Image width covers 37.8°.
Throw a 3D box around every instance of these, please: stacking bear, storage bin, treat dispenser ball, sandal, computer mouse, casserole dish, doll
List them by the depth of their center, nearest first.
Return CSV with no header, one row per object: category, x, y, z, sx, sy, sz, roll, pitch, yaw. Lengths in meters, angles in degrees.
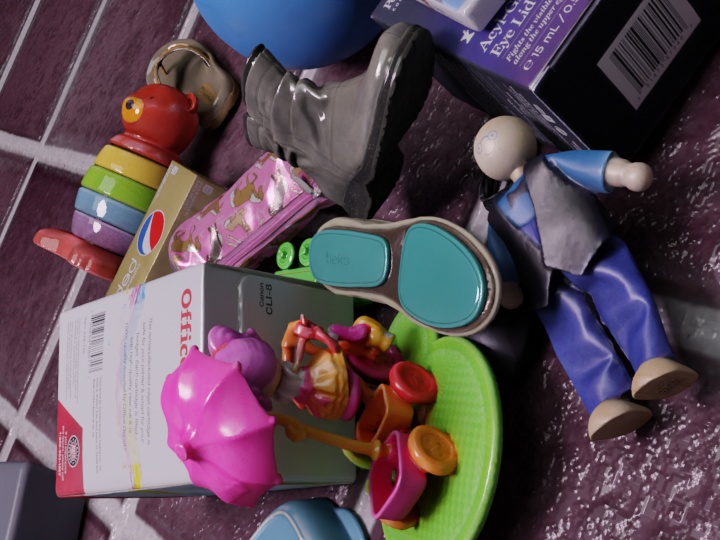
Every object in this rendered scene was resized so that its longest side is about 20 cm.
doll,0.122,-0.011,0.611,0.137,0.048,0.202,-53,49,40
computer mouse,0.093,-0.018,0.705,0.058,0.034,0.203,-22,53,43
casserole dish,-0.068,0.250,0.744,0.201,0.038,0.121,-55,37,14
treat dispenser ball,-0.054,-0.274,0.892,0.200,0.199,0.204,-27,50,38
storage bin,-0.352,0.271,1.004,0.133,0.145,0.203,-14,58,33
stacking bear,-0.228,-0.093,1.068,0.121,0.113,0.203,21,88,43
sandal,-0.194,-0.211,1.146,0.081,0.054,0.200,-59,38,8

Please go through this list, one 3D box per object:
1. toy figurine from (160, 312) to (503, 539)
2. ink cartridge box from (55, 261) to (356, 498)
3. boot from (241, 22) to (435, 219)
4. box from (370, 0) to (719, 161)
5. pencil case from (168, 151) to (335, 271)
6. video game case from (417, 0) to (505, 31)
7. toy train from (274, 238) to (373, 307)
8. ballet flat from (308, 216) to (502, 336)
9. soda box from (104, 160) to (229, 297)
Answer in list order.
toy figurine,-0.033,0.080,0.653,0.151,0.181,0.202,-59,28,33
ink cartridge box,-0.117,0.092,0.786,0.198,0.143,0.148,-15,71,45
boot,-0.028,-0.116,0.723,0.068,0.130,0.201,-53,-8,-28
box,0.123,-0.175,0.690,0.149,0.104,0.200,-54,38,2
pencil case,-0.078,-0.053,0.895,0.199,0.086,0.084,-36,75,33
video game case,0.090,-0.263,0.687,0.201,0.023,0.182,-50,38,5
toy train,0.000,0.000,0.805,0.198,0.041,0.057,-7,74,49
ballet flat,0.041,-0.002,0.681,0.199,0.069,0.070,20,85,54
soda box,-0.186,0.004,1.002,0.064,0.067,0.202,28,92,52
